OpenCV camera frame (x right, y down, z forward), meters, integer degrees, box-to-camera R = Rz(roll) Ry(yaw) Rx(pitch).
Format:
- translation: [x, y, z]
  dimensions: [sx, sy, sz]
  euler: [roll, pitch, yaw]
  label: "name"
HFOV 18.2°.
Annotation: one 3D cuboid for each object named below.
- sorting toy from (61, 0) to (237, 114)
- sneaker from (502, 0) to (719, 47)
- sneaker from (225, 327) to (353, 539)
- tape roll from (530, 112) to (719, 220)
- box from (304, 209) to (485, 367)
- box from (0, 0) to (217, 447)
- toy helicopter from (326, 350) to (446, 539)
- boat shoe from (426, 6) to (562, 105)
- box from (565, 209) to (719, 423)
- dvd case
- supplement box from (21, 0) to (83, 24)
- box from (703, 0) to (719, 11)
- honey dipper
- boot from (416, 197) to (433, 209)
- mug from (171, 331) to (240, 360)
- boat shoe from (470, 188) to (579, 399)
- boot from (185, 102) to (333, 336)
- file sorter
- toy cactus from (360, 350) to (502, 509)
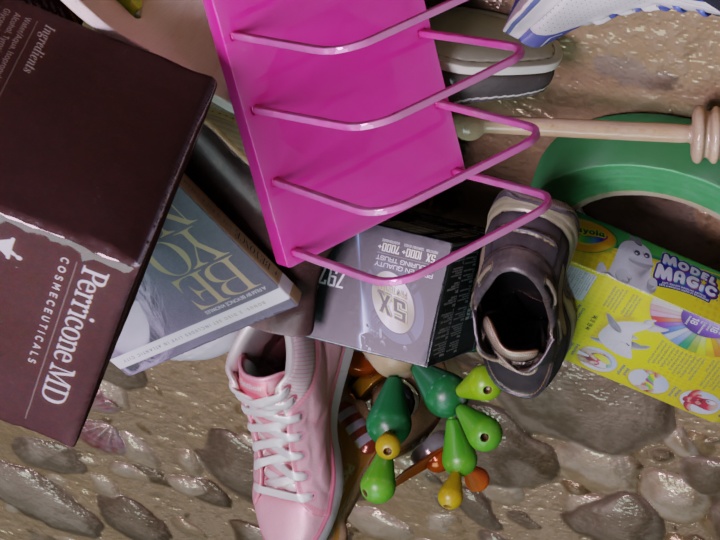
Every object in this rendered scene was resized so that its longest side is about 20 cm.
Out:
- translation: [-0.085, -0.189, 1.320]
  dimensions: [0.180, 0.200, 0.107]
  euler: [44, 166, -14]
  label: "sorting toy"
- translation: [0.174, -0.173, 1.295]
  dimensions: [0.115, 0.081, 0.199]
  euler: [32, 145, -12]
  label: "sneaker"
- translation: [-0.062, 0.115, 1.666]
  dimensions: [0.075, 0.201, 0.105]
  euler: [9, -178, 31]
  label: "sneaker"
- translation: [0.209, -0.024, 1.526]
  dimensions: [0.200, 0.048, 0.201]
  euler: [15, 148, 10]
  label: "tape roll"
- translation: [0.000, 0.000, 1.548]
  dimensions: [0.163, 0.086, 0.200]
  euler: [14, -174, 13]
  label: "box"
- translation: [-0.212, -0.040, 1.254]
  dimensions: [0.200, 0.164, 0.166]
  euler: [21, 134, -4]
  label: "box"
- translation: [0.009, 0.143, 1.746]
  dimensions: [0.132, 0.200, 0.079]
  euler: [25, 159, 6]
  label: "toy helicopter"
- translation: [0.025, -0.127, 1.419]
  dimensions: [0.201, 0.072, 0.061]
  euler: [3, 125, -4]
  label: "boat shoe"
- translation: [0.200, 0.035, 1.530]
  dimensions: [0.200, 0.048, 0.117]
  euler: [25, 147, 0]
  label: "box"
- translation: [-0.154, -0.020, 1.389]
  dimensions: [0.149, 0.016, 0.200]
  euler: [-23, 127, 32]
  label: "dvd case"
- translation: [-0.226, -0.190, 1.388]
  dimensions: [0.085, 0.200, 0.110]
  euler: [4, 144, 24]
  label: "supplement box"
- translation: [0.222, -0.232, 1.104]
  dimensions: [0.196, 0.118, 0.200]
  euler: [30, 132, -15]
  label: "box"
- translation: [0.158, -0.088, 1.429]
  dimensions: [0.199, 0.038, 0.038]
  euler: [2, 145, 5]
  label: "honey dipper"
- translation: [-0.004, -0.113, 1.509]
  dimensions: [0.144, 0.071, 0.201]
  euler: [11, 151, 6]
  label: "boot"
- translation: [-0.139, -0.028, 1.653]
  dimensions: [0.200, 0.148, 0.175]
  euler: [-39, 128, 21]
  label: "mug"
- translation: [0.099, 0.029, 1.474]
  dimensions: [0.074, 0.073, 0.200]
  euler: [14, 146, 15]
  label: "boat shoe"
- translation: [-0.106, -0.049, 1.403]
  dimensions: [0.200, 0.072, 0.167]
  euler: [17, 121, 3]
  label: "boot"
- translation: [0.015, -0.109, 1.287]
  dimensions: [0.125, 0.139, 0.200]
  euler: [18, 129, 54]
  label: "file sorter"
- translation: [0.057, 0.080, 1.688]
  dimensions: [0.165, 0.200, 0.102]
  euler: [41, -171, 35]
  label: "toy cactus"
